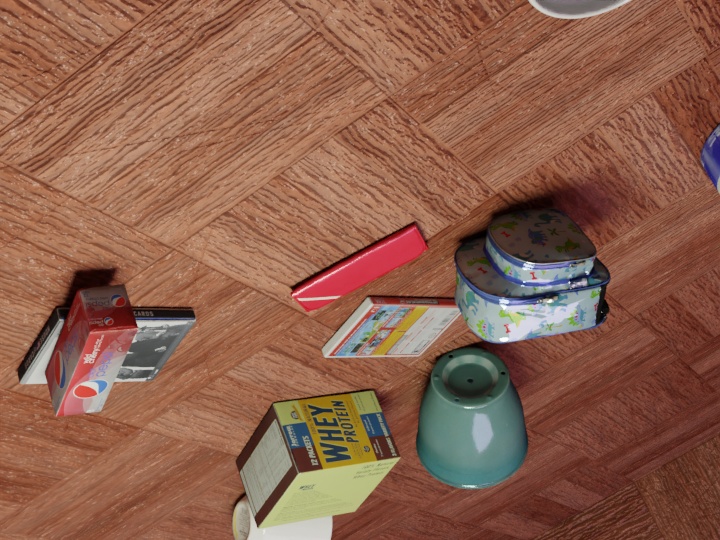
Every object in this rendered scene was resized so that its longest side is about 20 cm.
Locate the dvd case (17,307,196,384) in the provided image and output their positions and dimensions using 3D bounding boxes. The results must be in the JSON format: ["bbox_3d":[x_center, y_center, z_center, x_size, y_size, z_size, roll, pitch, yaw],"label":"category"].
[{"bbox_3d":[-0.339,0.102,1.621,0.200,0.025,0.150,3,141,-38],"label":"dvd case"}]

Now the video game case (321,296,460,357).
[{"bbox_3d":[0.054,0.090,1.901,0.200,0.017,0.143,2,142,-39],"label":"video game case"}]

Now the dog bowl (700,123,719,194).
[{"bbox_3d":[0.615,-0.183,1.806,0.200,0.079,0.200,-19,151,-11],"label":"dog bowl"}]

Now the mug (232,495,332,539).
[{"bbox_3d":[-0.161,0.484,2.267,0.153,0.150,0.187,6,133,-30],"label":"mug"}]

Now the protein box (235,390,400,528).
[{"bbox_3d":[-0.076,0.322,2.064,0.198,0.135,0.200,-4,145,-31],"label":"protein box"}]

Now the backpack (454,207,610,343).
[{"bbox_3d":[0.237,0.004,1.739,0.200,0.183,0.147,-13,126,-12],"label":"backpack"}]

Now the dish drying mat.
[{"bbox_3d":[0.000,0.000,1.712,0.200,0.018,0.077,-27,150,5],"label":"dish drying mat"}]

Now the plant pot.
[{"bbox_3d":[0.190,0.241,2.091,0.200,0.200,0.188,-18,135,-11],"label":"plant pot"}]

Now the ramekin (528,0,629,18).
[{"bbox_3d":[0.231,-0.359,1.205,0.200,0.105,0.200,-18,150,-11],"label":"ramekin"}]

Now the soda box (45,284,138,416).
[{"bbox_3d":[-0.342,0.104,1.525,0.063,0.070,0.200,-4,145,-31],"label":"soda box"}]
